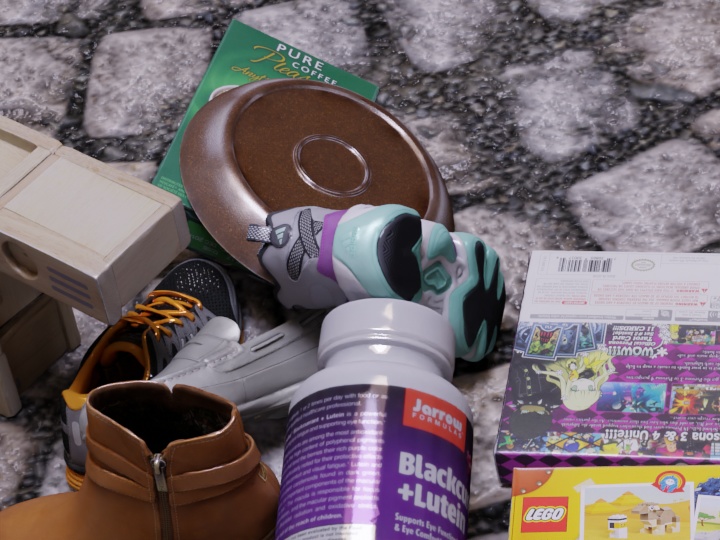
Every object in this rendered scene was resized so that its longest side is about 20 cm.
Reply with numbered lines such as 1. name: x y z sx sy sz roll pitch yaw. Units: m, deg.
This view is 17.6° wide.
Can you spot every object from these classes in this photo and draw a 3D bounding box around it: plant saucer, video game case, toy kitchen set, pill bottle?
1. plant saucer: -0.023 -0.063 1.578 0.200 0.032 0.200 14 45 -15
2. video game case: 0.194 0.060 1.467 0.200 0.036 0.181 1 44 13
3. toy kitchen set: -0.214 0.043 1.455 0.180 0.200 0.163 24 53 29
4. pill bottle: 0.009 0.122 1.357 0.111 0.111 0.200 -1 59 11

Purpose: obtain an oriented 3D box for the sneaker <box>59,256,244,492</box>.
1. sneaker: -0.135 0.055 1.515 0.078 0.077 0.200 6 44 21

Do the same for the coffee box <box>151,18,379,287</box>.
1. coffee box: -0.069 -0.082 1.627 0.123 0.044 0.200 23 44 -4

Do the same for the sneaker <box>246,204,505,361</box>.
1. sneaker: 0.000 0.000 1.476 0.140 0.200 0.078 6 73 30

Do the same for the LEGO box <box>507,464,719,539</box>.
1. LEGO box: 0.184 0.188 1.306 0.200 0.077 0.149 -2 44 10

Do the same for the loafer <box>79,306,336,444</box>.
1. loafer: -0.090 0.066 1.460 0.200 0.070 0.070 -13 77 -35

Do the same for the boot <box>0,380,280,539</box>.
1. boot: -0.146 0.129 1.378 0.200 0.155 0.077 3 53 14
